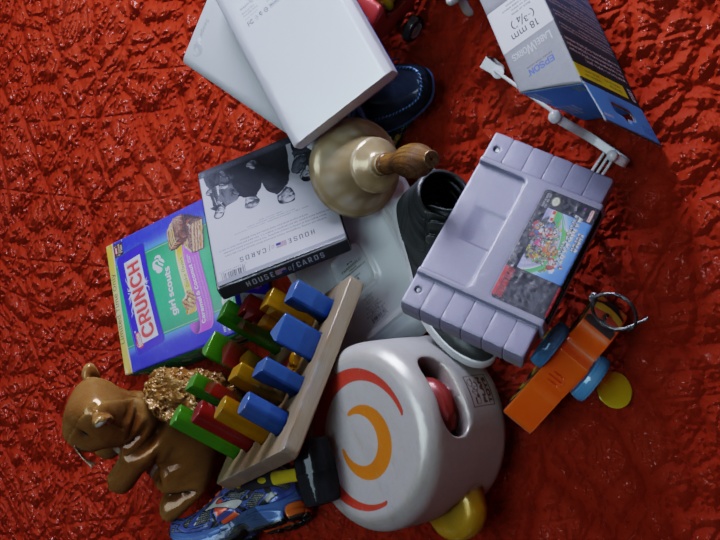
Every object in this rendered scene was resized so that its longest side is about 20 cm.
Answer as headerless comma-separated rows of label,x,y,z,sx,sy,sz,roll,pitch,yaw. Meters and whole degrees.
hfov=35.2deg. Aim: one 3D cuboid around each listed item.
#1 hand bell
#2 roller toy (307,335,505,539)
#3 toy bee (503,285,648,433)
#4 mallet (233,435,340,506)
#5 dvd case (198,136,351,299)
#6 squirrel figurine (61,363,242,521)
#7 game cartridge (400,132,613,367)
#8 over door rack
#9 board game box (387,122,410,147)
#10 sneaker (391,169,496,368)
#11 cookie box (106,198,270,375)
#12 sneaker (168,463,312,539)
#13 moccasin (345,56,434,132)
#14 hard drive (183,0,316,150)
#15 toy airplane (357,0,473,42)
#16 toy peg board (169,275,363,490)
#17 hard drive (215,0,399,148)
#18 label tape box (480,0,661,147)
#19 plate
hand bell,0.028,-0.103,1.107,0.200,0.103,0.106,-170,88,-69
roller toy,0.051,0.161,1.147,0.199,0.139,0.185,22,107,43
toy bee,0.217,0.071,1.072,0.199,0.109,0.132,-27,102,44
mallet,-0.086,0.204,1.176,0.199,0.041,0.067,-10,88,56
dvd case,-0.100,-0.067,1.257,0.148,0.025,0.201,-21,45,3
squirrel figurine,-0.241,0.166,1.318,0.199,0.186,0.142,-38,40,16
game cartridge,0.137,-0.023,1.035,0.128,0.039,0.201,22,67,22
over door rack,0.150,-0.106,1.141,0.200,0.066,0.149,43,110,30
board game box,-0.022,-0.204,1.303,0.200,0.023,0.106,40,111,31
sneaker,0.089,-0.007,1.107,0.099,0.070,0.202,114,137,-64
cookie box,-0.210,0.021,1.388,0.198,0.075,0.174,-22,73,33
sneaker,-0.142,0.277,1.330,0.198,0.075,0.080,-21,65,25
moccasin,-0.015,-0.179,1.239,0.198,0.068,0.082,-13,79,32
hard drive,-0.092,-0.236,1.226,0.199,0.026,0.133,35,110,22
toy airplane,0.052,-0.348,1.184,0.197,0.141,0.202,-14,86,21
toy peg board,-0.108,0.103,1.186,0.199,0.097,0.202,-37,28,58
hard drive,-0.061,-0.247,1.175,0.131,0.025,0.202,-34,75,21
label tape box,0.192,-0.198,1.069,0.063,0.143,0.202,-31,69,29
plate,0.000,0.000,1.252,0.199,0.032,0.202,-40,69,29
